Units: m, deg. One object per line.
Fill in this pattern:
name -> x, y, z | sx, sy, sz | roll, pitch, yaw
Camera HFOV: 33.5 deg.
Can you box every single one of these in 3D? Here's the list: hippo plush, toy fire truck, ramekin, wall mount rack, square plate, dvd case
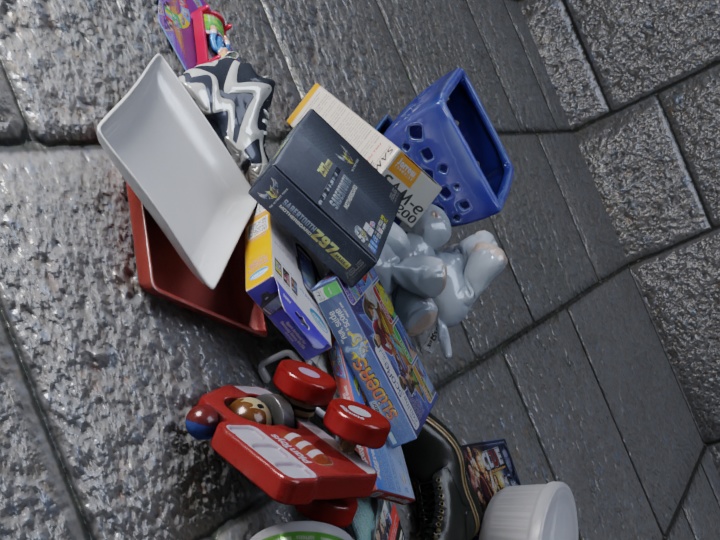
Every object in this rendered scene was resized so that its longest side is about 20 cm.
hippo plush -> 0.000, 0.000, 1.553 | 0.198, 0.160, 0.161 | 22, 21, -29
toy fire truck -> -0.080, 0.164, 1.165 | 0.199, 0.113, 0.167 | 31, 12, 39
hippo plush -> 0.096, -0.007, 1.756 | 0.160, 0.201, 0.159 | 37, -9, -17
ramekin -> 0.226, 0.384, 1.623 | 0.202, 0.093, 0.206 | 2, 90, -66
wall mount rack -> -0.038, 0.139, 1.387 | 0.175, 0.074, 0.200 | 56, 25, -15
square plate -> -0.190, -0.104, 1.245 | 0.199, 0.028, 0.201 | 57, 25, -22
dvd case -> 0.011, 0.284, 1.346 | 0.147, 0.022, 0.202 | -74, 152, -57

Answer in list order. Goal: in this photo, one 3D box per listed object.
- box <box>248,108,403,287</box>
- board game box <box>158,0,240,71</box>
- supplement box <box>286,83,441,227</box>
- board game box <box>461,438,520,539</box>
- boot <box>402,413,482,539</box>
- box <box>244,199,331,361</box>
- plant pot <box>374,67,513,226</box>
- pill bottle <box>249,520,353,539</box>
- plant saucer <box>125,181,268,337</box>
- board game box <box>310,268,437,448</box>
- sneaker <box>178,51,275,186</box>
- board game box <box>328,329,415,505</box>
box -> -0.034, -0.088, 1.369 | 0.157, 0.051, 0.200 | 42, 25, -9
board game box -> -0.176, -0.276, 1.512 | 0.202, 0.039, 0.158 | 62, 23, -13
supplement box -> 0.004, -0.158, 1.641 | 0.200, 0.074, 0.126 | 43, 5, 39
board game box -> 0.185, 0.318, 1.740 | 0.199, 0.034, 0.137 | 8, 61, -64
boot -> 0.090, 0.288, 1.521 | 0.201, 0.077, 0.139 | 59, 29, -14
box -> -0.082, 0.007, 1.329 | 0.119, 0.041, 0.201 | 52, 19, -33
plant pot -> 0.113, -0.172, 1.867 | 0.201, 0.178, 0.200 | 59, 25, -15
pill bottle -> -0.053, 0.345, 1.099 | 0.111, 0.110, 0.202 | 43, 32, -42
plant saucer -> -0.182, -0.036, 1.278 | 0.199, 0.036, 0.202 | 30, 43, -55
board game box -> 0.020, 0.086, 1.374 | 0.202, 0.034, 0.135 | 63, 19, -6
sneaker -> -0.127, -0.171, 1.425 | 0.200, 0.079, 0.130 | 51, 54, -11
board game box -> 0.009, 0.159, 1.345 | 0.103, 0.019, 0.202 | 33, 37, -59
